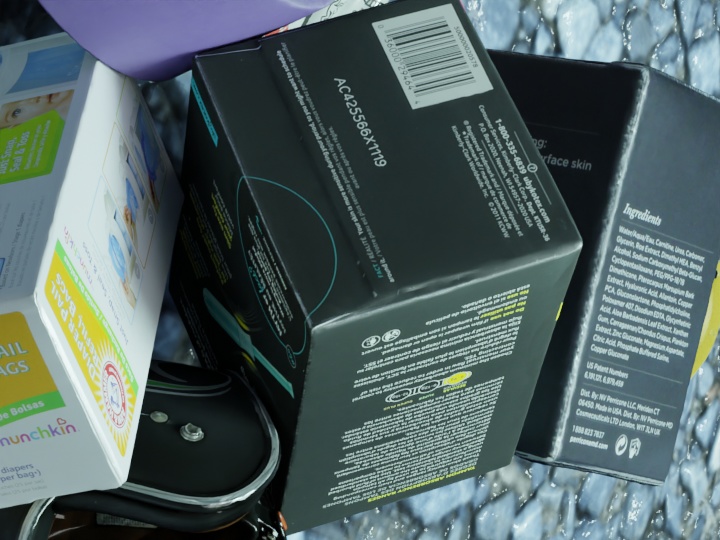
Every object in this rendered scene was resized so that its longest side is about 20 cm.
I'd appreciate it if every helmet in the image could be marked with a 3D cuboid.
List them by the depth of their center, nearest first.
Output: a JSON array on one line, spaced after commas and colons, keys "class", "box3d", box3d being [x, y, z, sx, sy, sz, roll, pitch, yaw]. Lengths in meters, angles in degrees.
[{"class": "helmet", "box3d": [-0.132, 0.132, 1.150, 0.191, 0.200, 0.200, -11, 111, -15]}]

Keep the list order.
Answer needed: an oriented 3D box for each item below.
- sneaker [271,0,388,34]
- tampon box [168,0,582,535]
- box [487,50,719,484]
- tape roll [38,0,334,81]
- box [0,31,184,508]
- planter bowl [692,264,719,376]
[{"class": "sneaker", "box3d": [-0.017, -0.190, 1.274, 0.108, 0.067, 0.201, 1, 121, -50]}, {"class": "tampon box", "box3d": [0.000, 0.000, 1.175, 0.126, 0.150, 0.200, -16, 153, -16]}, {"class": "box", "box3d": [0.073, -0.009, 1.346, 0.117, 0.197, 0.200, 15, 88, -51]}, {"class": "tape roll", "box3d": [-0.090, -0.189, 1.128, 0.200, 0.085, 0.200, 46, 32, -40]}, {"class": "box", "box3d": [-0.151, -0.001, 1.088, 0.200, 0.112, 0.101, -85, 159, -53]}, {"class": "planter bowl", "box3d": [0.161, 0.018, 1.563, 0.200, 0.083, 0.201, -18, 113, -48]}]
